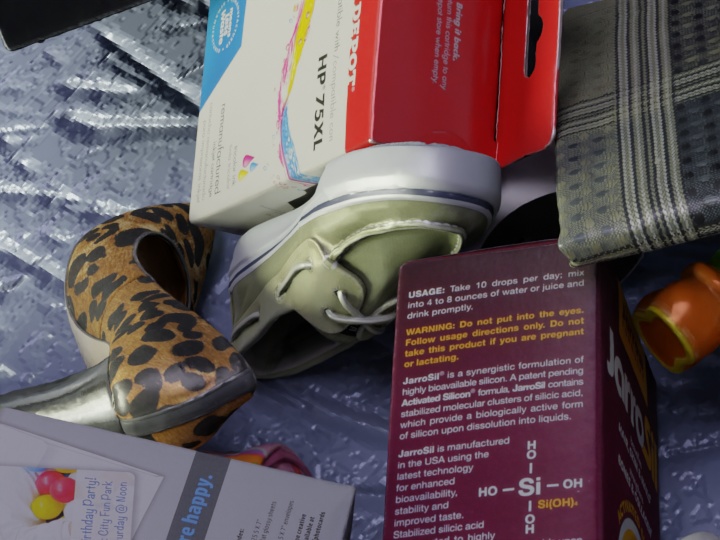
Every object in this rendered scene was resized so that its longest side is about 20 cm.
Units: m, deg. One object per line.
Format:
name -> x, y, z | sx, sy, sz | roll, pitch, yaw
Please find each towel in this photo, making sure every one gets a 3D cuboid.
towel -> 0.170, -0.077, 0.881 | 0.191, 0.035, 0.201 | -17, 30, 16

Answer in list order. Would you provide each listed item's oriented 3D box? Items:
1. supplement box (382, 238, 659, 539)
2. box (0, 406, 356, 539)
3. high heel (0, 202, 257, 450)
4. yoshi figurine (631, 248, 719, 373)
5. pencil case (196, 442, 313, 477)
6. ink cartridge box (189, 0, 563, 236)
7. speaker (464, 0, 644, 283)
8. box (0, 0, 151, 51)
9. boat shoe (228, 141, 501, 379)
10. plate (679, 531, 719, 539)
supplement box -> 0.064, 0.102, 0.844 | 0.085, 0.111, 0.201 | -8, 53, 17
box -> -0.114, 0.123, 0.769 | 0.198, 0.041, 0.157 | 12, 47, 5
high heel -> -0.071, 0.019, 0.963 | 0.142, 0.072, 0.200 | -10, 26, 32
yoshi figurine -> 0.209, -0.011, 0.884 | 0.200, 0.113, 0.112 | -39, 29, -10
pencil case -> -0.116, 0.119, 0.931 | 0.199, 0.088, 0.088 | -6, 53, 20
ink cartridge box -> 0.004, -0.088, 0.958 | 0.200, 0.067, 0.117 | -21, 61, 55
speaker -> 0.065, -0.077, 0.998 | 0.081, 0.081, 0.201 | -22, 49, 7
box -> -0.085, -0.208, 1.081 | 0.195, 0.118, 0.200 | -18, 15, 10
boat shoe -> 0.000, 0.000, 0.934 | 0.200, 0.072, 0.063 | 148, 131, -61
plate -> 0.099, 0.208, 0.694 | 0.199, 0.032, 0.201 | -30, 75, -21
